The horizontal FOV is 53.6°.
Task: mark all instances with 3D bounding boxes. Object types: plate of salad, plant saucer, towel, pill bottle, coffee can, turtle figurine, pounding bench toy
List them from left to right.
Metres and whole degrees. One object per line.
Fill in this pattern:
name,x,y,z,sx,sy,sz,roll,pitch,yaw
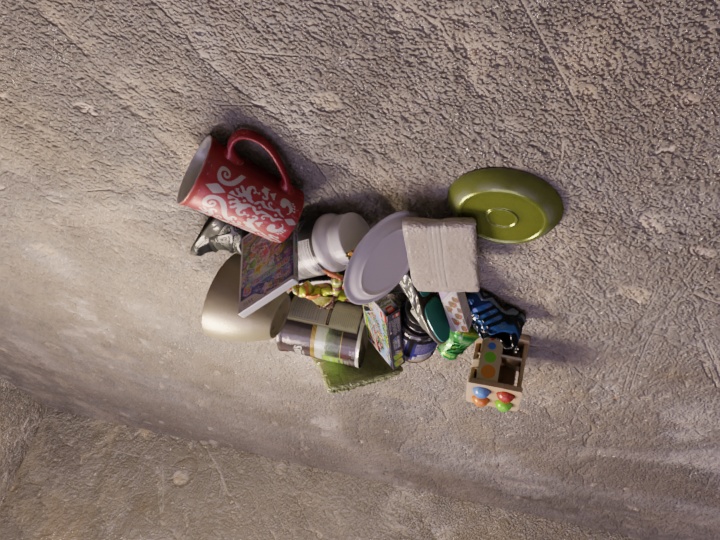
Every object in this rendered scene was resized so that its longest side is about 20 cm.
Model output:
pill bottle,-0.080,-0.048,1.391,0.199,0.115,0.114,-12,141,41
coffee can,-0.083,0.139,1.693,0.198,0.147,0.147,11,152,9
turtle figurine,-0.056,0.042,1.381,0.160,0.065,0.199,6,166,-40
towel,-0.009,0.226,1.738,0.198,0.149,0.037,-13,133,-18
plate of salad,0.038,-0.026,1.317,0.048,0.200,0.200,37,165,32
pill bottle,0.129,0.123,1.585,0.111,0.113,0.200,14,154,3
towel,0.151,-0.028,1.301,0.131,0.035,0.201,0,142,12
pounding bench toy,0.320,0.256,1.682,0.123,0.157,0.200,9,152,12
plant saucer,0.243,-0.100,1.216,0.198,0.031,0.200,13,151,7

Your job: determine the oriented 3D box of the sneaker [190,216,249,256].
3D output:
sneaker,-0.288,-0.062,1.515,0.114,0.077,0.199,34,142,-18

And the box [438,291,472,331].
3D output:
box,0.181,0.038,1.420,0.038,0.042,0.201,-1,129,28

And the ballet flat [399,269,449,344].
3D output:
ballet flat,0.124,0.058,1.460,0.063,0.067,0.201,-9,108,48

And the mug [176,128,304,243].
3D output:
mug,-0.201,-0.142,1.271,0.199,0.134,0.177,26,152,-25

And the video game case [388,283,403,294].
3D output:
video game case,0.000,0.000,1.531,0.199,0.023,0.182,-6,144,36

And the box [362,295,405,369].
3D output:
box,0.049,0.118,1.558,0.110,0.035,0.201,49,159,37

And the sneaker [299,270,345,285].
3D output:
sneaker,-0.095,0.028,1.531,0.198,0.071,0.094,-3,141,26

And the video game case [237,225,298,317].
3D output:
video game case,-0.175,-0.022,1.353,0.143,0.201,0.018,-31,132,25

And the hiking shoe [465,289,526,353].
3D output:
hiking shoe,0.260,0.099,1.503,0.199,0.087,0.074,22,152,-11

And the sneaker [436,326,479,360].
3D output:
sneaker,0.218,0.161,1.594,0.074,0.084,0.200,26,170,7

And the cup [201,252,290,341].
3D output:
cup,-0.239,0.077,1.585,0.142,0.201,0.201,20,153,12
